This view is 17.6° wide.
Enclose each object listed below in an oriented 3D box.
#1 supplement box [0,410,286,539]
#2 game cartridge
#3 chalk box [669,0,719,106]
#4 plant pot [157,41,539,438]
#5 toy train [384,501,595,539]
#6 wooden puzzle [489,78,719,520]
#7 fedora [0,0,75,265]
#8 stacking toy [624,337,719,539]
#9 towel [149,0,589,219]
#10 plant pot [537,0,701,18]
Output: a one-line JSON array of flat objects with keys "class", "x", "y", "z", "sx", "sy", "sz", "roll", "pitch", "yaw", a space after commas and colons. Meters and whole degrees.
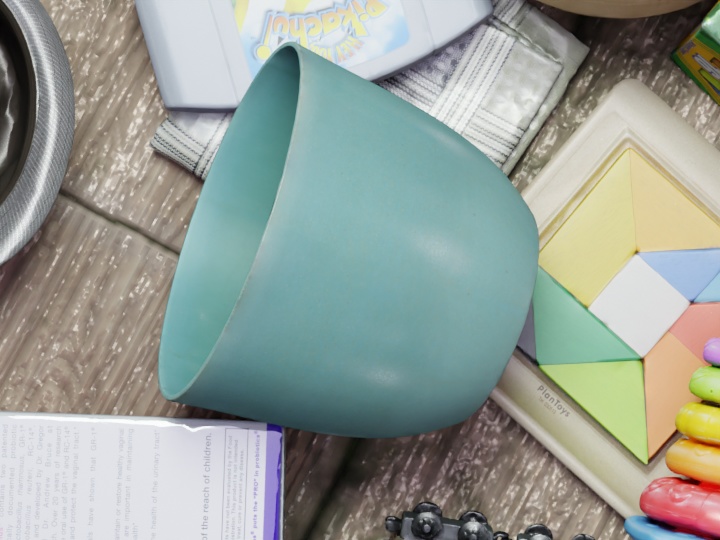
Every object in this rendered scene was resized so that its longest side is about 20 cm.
[{"class": "supplement box", "x": -0.142, "y": 0.132, "z": 1.309, "sx": 0.198, "sy": 0.101, "sz": 0.104, "roll": 1, "pitch": 86, "yaw": -2}, {"class": "game cartridge", "x": -0.030, "y": -0.165, "z": 1.333, "sx": 0.198, "sy": 0.040, "sz": 0.134, "roll": -17, "pitch": 94, "yaw": -3}, {"class": "chalk box", "x": 0.295, "y": -0.107, "z": 1.323, "sx": 0.200, "sy": 0.124, "sz": 0.125, "roll": 42, "pitch": 87, "yaw": 2}, {"class": "plant pot", "x": 0.000, "y": 0.000, "z": 1.258, "sx": 0.160, "sy": 0.200, "sz": 0.202, "roll": 20, "pitch": 86, "yaw": -15}, {"class": "toy train", "x": 0.109, "y": 0.174, "z": 1.348, "sx": 0.198, "sy": 0.034, "sz": 0.046, "roll": 12, "pitch": 98, "yaw": -1}, {"class": "wooden puzzle", "x": 0.161, "y": 0.017, "z": 1.356, "sx": 0.185, "sy": 0.037, "sz": 0.200, "roll": 42, "pitch": 86, "yaw": 2}, {"class": "fedora", "x": -0.248, "y": -0.082, "z": 1.325, "sx": 0.175, "sy": 0.090, "sz": 0.202, "roll": -3, "pitch": 80, "yaw": -3}, {"class": "stacking toy", "x": 0.221, "y": 0.072, "z": 1.300, "sx": 0.115, "sy": 0.110, "sz": 0.202, "roll": 9, "pitch": 91, "yaw": -3}, {"class": "towel", "x": 0.007, "y": -0.106, "z": 1.361, "sx": 0.192, "sy": 0.035, "sz": 0.201, "roll": 33, "pitch": 86, "yaw": 1}, {"class": "plant pot", "x": 0.137, "y": -0.217, "z": 1.327, "sx": 0.199, "sy": 0.093, "sz": 0.202, "roll": 1, "pitch": 63, "yaw": -2}]
